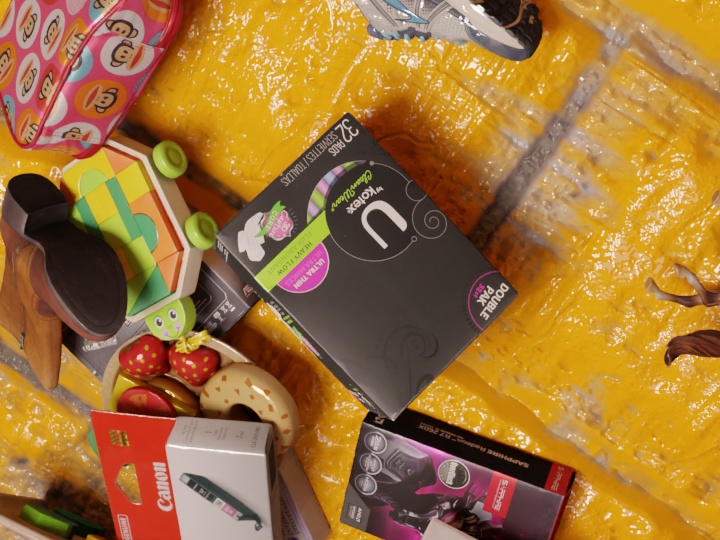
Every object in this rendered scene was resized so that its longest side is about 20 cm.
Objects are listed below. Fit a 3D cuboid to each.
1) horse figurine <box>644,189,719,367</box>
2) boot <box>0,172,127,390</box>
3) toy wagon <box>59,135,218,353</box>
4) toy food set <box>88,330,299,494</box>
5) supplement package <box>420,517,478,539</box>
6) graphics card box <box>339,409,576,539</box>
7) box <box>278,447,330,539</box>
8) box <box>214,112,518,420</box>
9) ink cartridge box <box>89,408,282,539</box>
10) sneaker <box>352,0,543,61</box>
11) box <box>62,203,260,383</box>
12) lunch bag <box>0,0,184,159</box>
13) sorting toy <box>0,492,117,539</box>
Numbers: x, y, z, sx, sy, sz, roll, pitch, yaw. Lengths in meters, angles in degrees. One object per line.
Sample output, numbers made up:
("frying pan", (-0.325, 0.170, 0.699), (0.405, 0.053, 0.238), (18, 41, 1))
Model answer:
("horse figurine", (0.309, -0.005, 0.861), (0.132, 0.050, 0.200), (23, 112, -9))
("boot", (-0.281, 0.043, 1.011), (0.188, 0.068, 0.200), (45, 136, 23))
("toy wagon", (-0.195, -0.017, 0.997), (0.155, 0.040, 0.200), (-27, 87, 32))
("toy food set", (-0.160, 0.147, 1.066), (0.200, 0.049, 0.198), (27, 121, 3))
("supplement package", (0.077, 0.337, 1.025), (0.120, 0.121, 0.200), (26, 147, 7))
("graphics card box", (0.088, 0.213, 1.051), (0.200, 0.051, 0.126), (20, 119, 14))
("box", (-0.089, 0.190, 1.116), (0.039, 0.041, 0.200), (-15, 107, 27))
("box", (0.000, 0.000, 0.916), (0.149, 0.124, 0.200), (-43, 93, -8))
("ink cartridge box", (-0.164, 0.220, 1.054), (0.173, 0.044, 0.200), (4, 128, 6))
("sneaker", (0.050, -0.214, 0.875), (0.200, 0.078, 0.086), (35, 132, 12))
("box", (-0.207, 0.029, 1.086), (0.158, 0.048, 0.200), (45, 120, 0))
("lunch bag", (-0.242, -0.213, 0.950), (0.200, 0.082, 0.176), (-47, 55, 30))
("sorting toy", (-0.284, 0.287, 1.178), (0.200, 0.185, 0.037), (27, 79, 11))
